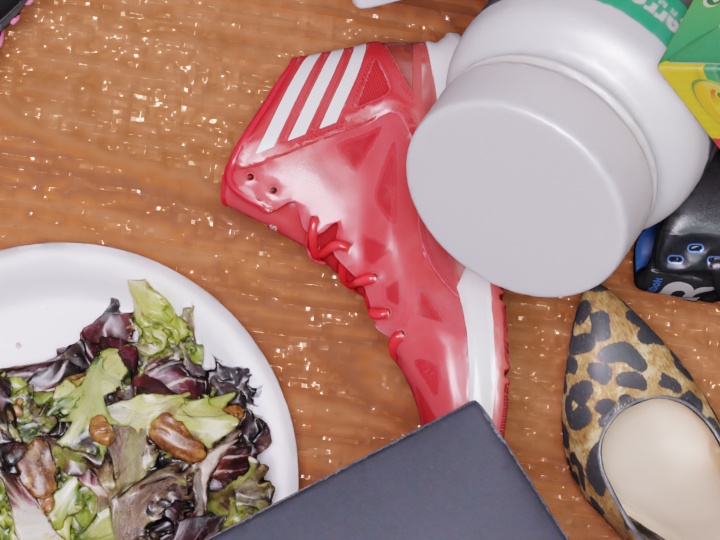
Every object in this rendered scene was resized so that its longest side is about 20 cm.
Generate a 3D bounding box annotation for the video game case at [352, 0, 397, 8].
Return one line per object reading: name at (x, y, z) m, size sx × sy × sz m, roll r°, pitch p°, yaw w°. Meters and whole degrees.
video game case at (0.051, -0.191, 1.007) m, size 0.181 × 0.023 × 0.200 m, roll -16°, pitch 44°, yaw -12°

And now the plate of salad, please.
plate of salad at (-0.122, 0.087, 1.000) m, size 0.199 × 0.048 × 0.201 m, roll 1°, pitch 84°, yaw -11°

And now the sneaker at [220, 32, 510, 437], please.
sneaker at (0.000, 0.000, 1.029) m, size 0.115 × 0.078 × 0.201 m, roll -4°, pitch 73°, yaw -3°

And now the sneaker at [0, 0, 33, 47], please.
sneaker at (-0.178, -0.102, 1.005) m, size 0.200 × 0.079 × 0.096 m, roll -31°, pitch 113°, yaw -12°

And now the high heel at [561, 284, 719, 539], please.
high heel at (0.144, 0.095, 1.002) m, size 0.071 × 0.143 × 0.201 m, roll -18°, pitch 88°, yaw -12°

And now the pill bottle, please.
pill bottle at (0.104, -0.086, 0.989) m, size 0.113 × 0.113 × 0.200 m, roll 41°, pitch 49°, yaw -5°

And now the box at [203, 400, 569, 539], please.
box at (-0.013, 0.179, 0.921) m, size 0.199 × 0.199 × 0.123 m, roll -27°, pitch 64°, yaw -12°

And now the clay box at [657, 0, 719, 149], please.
clay box at (0.207, -0.062, 0.968) m, size 0.200 × 0.048 × 0.115 m, roll 45°, pitch 66°, yaw -35°

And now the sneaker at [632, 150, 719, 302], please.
sneaker at (0.179, 0.020, 1.059) m, size 0.111 × 0.073 × 0.201 m, roll -10°, pitch 78°, yaw -9°
